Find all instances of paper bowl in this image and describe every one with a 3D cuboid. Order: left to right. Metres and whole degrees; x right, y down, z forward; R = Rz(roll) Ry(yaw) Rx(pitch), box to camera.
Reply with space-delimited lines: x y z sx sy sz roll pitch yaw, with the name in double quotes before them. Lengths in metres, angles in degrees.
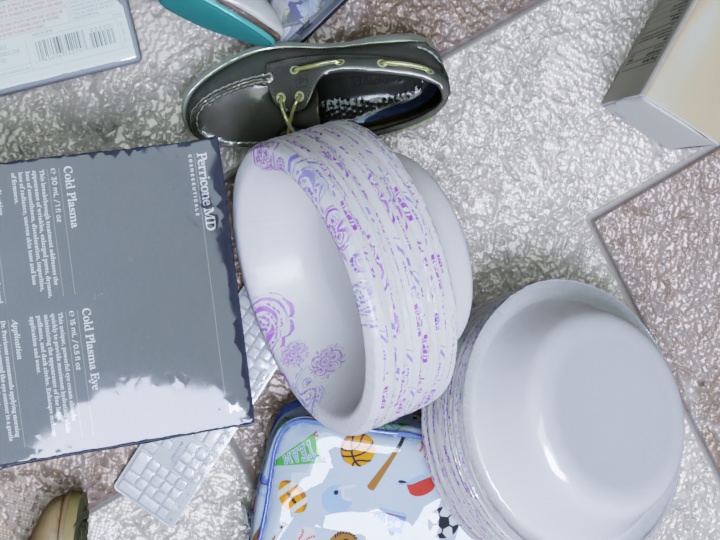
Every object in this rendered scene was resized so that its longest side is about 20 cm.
"paper bowl" 0.000 0.000 0.788 0.103 0.200 0.204 -19 96 -27
"paper bowl" 0.149 0.107 0.827 0.198 0.104 0.204 8 73 -26

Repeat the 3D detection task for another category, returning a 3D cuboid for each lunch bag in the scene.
"lunch bag" 0.008 0.188 0.874 0.197 0.076 0.163 10 95 -7

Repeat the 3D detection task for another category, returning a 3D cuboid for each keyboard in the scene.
"keyboard" -0.112 0.098 0.888 0.056 0.011 0.201 33 90 -6

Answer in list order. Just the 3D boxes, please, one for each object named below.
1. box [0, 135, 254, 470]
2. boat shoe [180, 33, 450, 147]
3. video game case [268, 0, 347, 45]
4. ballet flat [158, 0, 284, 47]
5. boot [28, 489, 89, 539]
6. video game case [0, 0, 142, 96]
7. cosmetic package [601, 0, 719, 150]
"box" -0.180 0.020 0.813 0.179 0.104 0.204 -7 92 -13
"boat shoe" -0.033 -0.126 0.846 0.198 0.061 0.073 -11 124 -4
"video game case" -0.062 -0.290 0.860 0.180 0.026 0.200 -43 96 -2
"ballet flat" -0.141 -0.220 0.819 0.197 0.069 0.071 18 92 -4
"boot" -0.310 0.233 0.852 0.197 0.066 0.178 12 92 -5
"video game case" -0.277 -0.220 0.847 0.197 0.023 0.185 -14 95 -3
"cosmetic package" 0.268 -0.194 0.858 0.070 0.105 0.202 29 92 -6
